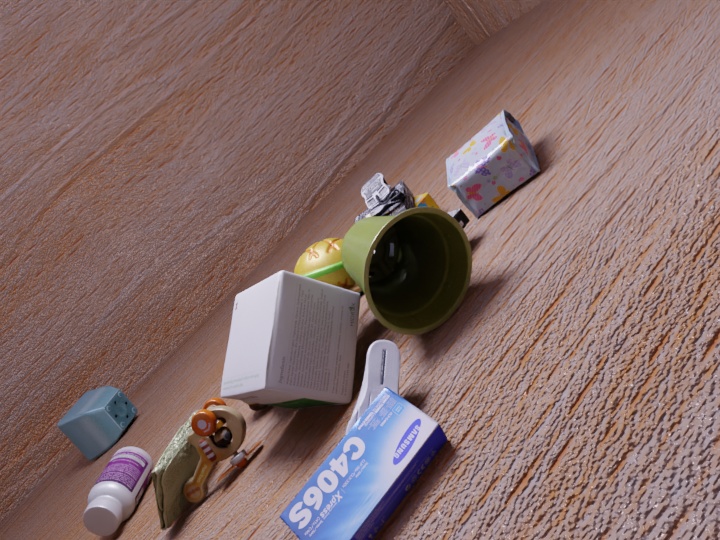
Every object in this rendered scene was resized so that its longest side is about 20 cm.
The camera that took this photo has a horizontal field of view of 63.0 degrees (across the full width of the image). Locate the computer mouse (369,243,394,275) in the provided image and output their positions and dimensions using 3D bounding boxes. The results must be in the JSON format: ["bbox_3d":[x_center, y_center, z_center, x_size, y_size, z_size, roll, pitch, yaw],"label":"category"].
[{"bbox_3d":[0.000,0.000,1.193,0.199,0.046,0.142,-21,37,61],"label":"computer mouse"}]

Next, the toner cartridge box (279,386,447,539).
[{"bbox_3d":[0.005,0.245,0.696,0.094,0.043,0.200,26,66,42],"label":"toner cartridge box"}]

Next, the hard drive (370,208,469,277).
[{"bbox_3d":[0.113,-0.044,1.166,0.140,0.038,0.199,-51,15,-28],"label":"hard drive"}]

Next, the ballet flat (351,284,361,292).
[{"bbox_3d":[-0.033,0.044,1.408,0.199,0.063,0.069,-42,14,6],"label":"ballet flat"}]

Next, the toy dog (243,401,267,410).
[{"bbox_3d":[-0.194,0.217,1.230,0.200,0.139,0.194,-45,4,47],"label":"toy dog"}]

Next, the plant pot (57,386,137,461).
[{"bbox_3d":[-0.973,0.561,2.237,0.198,0.198,0.197,-26,19,23],"label":"plant pot"}]

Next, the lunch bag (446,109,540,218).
[{"bbox_3d":[0.278,-0.235,1.250,0.169,0.127,0.202,-38,25,26],"label":"lunch bag"}]

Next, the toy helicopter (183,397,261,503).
[{"bbox_3d":[-0.274,0.354,1.115,0.079,0.130,0.203,-58,-7,-81],"label":"toy helicopter"}]

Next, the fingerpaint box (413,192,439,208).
[{"bbox_3d":[0.089,-0.098,1.460,0.167,0.074,0.199,-49,18,-20],"label":"fingerpaint box"}]

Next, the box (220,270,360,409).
[{"bbox_3d":[-0.125,0.133,1.047,0.198,0.169,0.204,-22,56,53],"label":"box"}]

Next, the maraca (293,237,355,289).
[{"bbox_3d":[-0.079,0.002,1.131,0.196,0.109,0.137,-20,0,3],"label":"maraca"}]

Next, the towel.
[{"bbox_3d":[-0.348,0.388,1.159,0.036,0.151,0.201,6,24,8],"label":"towel"}]

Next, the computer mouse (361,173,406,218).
[{"bbox_3d":[0.047,-0.170,1.362,0.109,0.044,0.201,-42,23,15],"label":"computer mouse"}]

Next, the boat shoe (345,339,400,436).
[{"bbox_3d":[0.026,0.197,0.806,0.072,0.071,0.203,84,-162,-54],"label":"boat shoe"}]

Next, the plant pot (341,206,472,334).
[{"bbox_3d":[0.055,-0.016,0.998,0.200,0.201,0.189,-45,26,-10],"label":"plant pot"}]

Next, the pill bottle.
[{"bbox_3d":[-0.580,0.526,1.406,0.112,0.113,0.201,-39,14,13],"label":"pill bottle"}]

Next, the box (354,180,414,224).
[{"bbox_3d":[0.054,-0.117,1.373,0.157,0.050,0.201,-37,18,17],"label":"box"}]
